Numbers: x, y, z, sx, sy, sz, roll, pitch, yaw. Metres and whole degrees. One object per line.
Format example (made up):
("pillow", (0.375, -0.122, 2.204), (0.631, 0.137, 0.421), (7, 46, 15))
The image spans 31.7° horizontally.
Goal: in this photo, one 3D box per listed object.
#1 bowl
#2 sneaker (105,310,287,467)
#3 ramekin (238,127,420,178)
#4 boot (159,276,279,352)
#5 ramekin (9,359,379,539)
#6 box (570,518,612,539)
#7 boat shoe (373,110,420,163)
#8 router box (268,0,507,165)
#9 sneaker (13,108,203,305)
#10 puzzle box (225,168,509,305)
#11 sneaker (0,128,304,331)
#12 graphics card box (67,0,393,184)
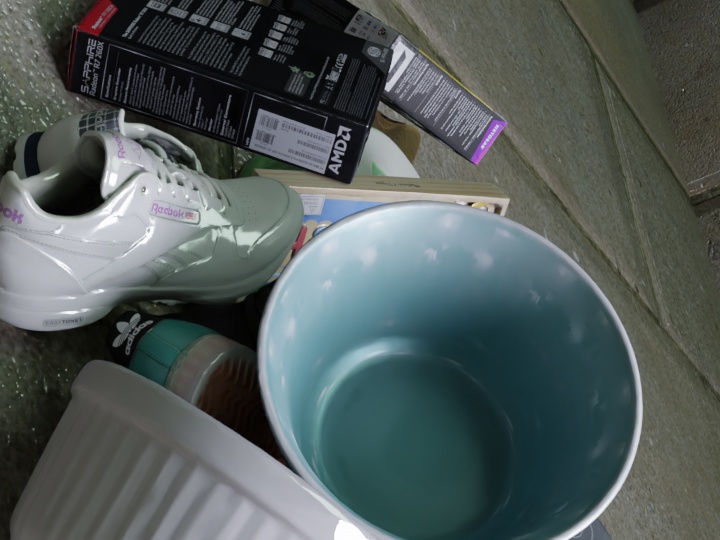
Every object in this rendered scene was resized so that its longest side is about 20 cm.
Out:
("bowl", (0.038, 0.075, 0.671), (0.105, 0.198, 0.203), (108, -22, -56))
("sneaker", (-0.078, 0.076, 0.725), (0.072, 0.079, 0.201), (-53, 152, -15))
("ramekin", (-0.004, -0.017, 1.006), (0.200, 0.097, 0.202), (48, 30, -39))
("boot", (-0.034, 0.075, 0.805), (0.200, 0.130, 0.071), (48, 29, -50))
("ramekin", (-0.075, 0.138, 0.605), (0.095, 0.201, 0.203), (-55, 131, -16))
("box", (0.069, 0.174, 0.747), (0.121, 0.106, 0.201), (-25, 69, -25))
("boat shoe", (-0.015, -0.131, 1.146), (0.200, 0.063, 0.074), (8, 107, -60))
("router box", (0.019, -0.181, 1.116), (0.149, 0.051, 0.200), (32, 7, -40))
("sneaker", (-0.122, -0.037, 0.788), (0.200, 0.080, 0.077), (32, 40, -57))
("puzzle box", (0.000, 0.000, 0.869), (0.198, 0.134, 0.025), (0, 31, -33))
("sneaker", (-0.109, -0.029, 0.689), (0.198, 0.101, 0.075), (-16, 43, -37))
("graphics card box", (-0.082, -0.136, 0.852), (0.197, 0.051, 0.126), (17, 34, -1))
